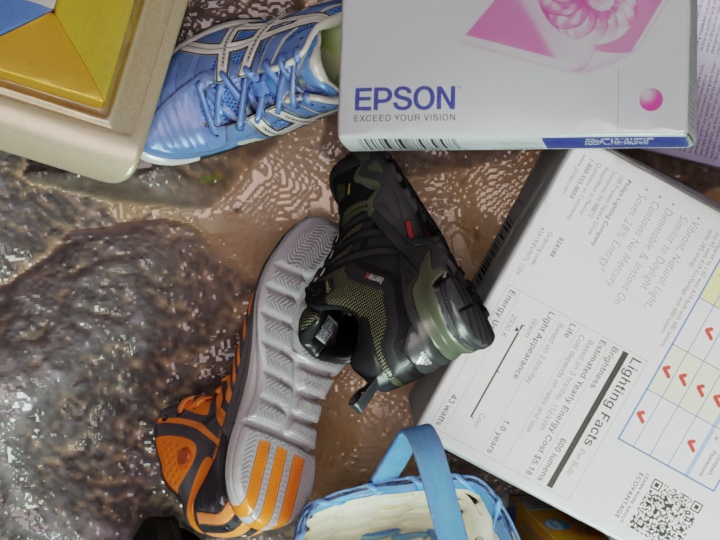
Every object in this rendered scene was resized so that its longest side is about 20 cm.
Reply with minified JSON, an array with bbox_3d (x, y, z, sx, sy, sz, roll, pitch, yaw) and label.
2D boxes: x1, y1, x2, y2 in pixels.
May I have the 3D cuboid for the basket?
[{"bbox_3d":[0.035,0.189,1.508,0.139,0.200,0.177,-11,77,-12],"label":"basket"}]

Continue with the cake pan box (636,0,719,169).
[{"bbox_3d":[0.249,-0.151,1.553,0.184,0.052,0.200,11,104,-8],"label":"cake pan box"}]

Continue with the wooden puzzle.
[{"bbox_3d":[-0.191,-0.170,1.549,0.185,0.037,0.200,17,80,-7],"label":"wooden puzzle"}]

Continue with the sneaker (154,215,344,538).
[{"bbox_3d":[-0.069,0.063,1.590,0.078,0.112,0.200,32,62,-29],"label":"sneaker"}]

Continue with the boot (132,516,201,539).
[{"bbox_3d":[-0.063,0.249,1.595,0.158,0.079,0.211,-1,89,-23],"label":"boot"}]

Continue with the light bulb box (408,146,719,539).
[{"bbox_3d":[0.160,0.047,1.560,0.200,0.125,0.198,29,96,-4],"label":"light bulb box"}]

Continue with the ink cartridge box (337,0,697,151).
[{"bbox_3d":[0.088,-0.167,1.488,0.196,0.043,0.200,-1,82,12],"label":"ink cartridge box"}]

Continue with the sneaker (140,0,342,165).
[{"bbox_3d":[-0.049,-0.118,1.565,0.200,0.077,0.076,-25,98,5],"label":"sneaker"}]

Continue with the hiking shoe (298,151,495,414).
[{"bbox_3d":[0.000,0.000,1.523,0.101,0.200,0.076,-32,122,2],"label":"hiking shoe"}]

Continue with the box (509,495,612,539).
[{"bbox_3d":[0.111,0.243,1.588,0.041,0.119,0.200,4,97,-10],"label":"box"}]
